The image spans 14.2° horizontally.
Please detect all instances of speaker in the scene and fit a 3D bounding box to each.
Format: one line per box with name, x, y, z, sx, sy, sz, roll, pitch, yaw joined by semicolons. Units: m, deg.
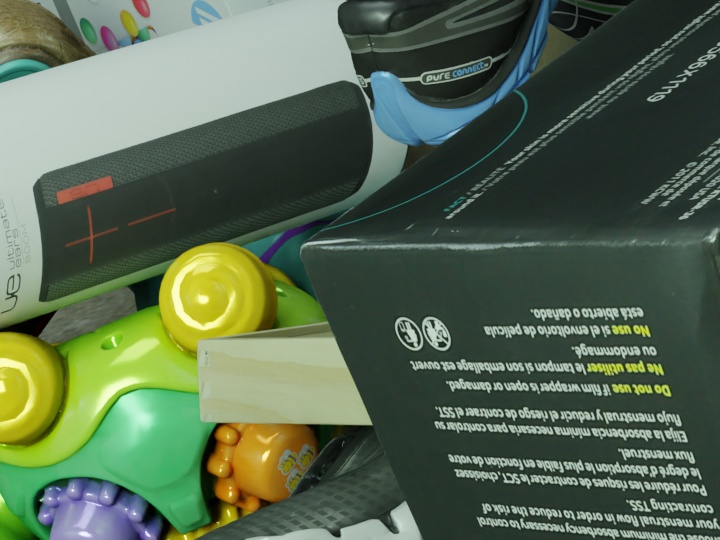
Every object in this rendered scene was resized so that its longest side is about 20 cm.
speaker;-0.083;-0.036;1.000;0.199;0.082;0.081;-19;13;-36

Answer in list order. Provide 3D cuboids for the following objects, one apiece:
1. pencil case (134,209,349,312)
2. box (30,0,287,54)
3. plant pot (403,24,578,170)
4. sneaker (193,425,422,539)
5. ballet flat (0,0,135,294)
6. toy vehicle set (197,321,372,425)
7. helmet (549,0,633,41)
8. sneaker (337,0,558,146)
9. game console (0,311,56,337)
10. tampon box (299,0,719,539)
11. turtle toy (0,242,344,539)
pencil case;0.000;0.000;1.114;0.199;0.085;0.093;-2;63;45
box;-0.069;-0.065;1.269;0.041;0.156;0.200;-34;22;-28
plant pot;0.028;-0.142;1.327;0.200;0.184;0.201;-20;18;7
sneaker;-0.004;0.091;0.907;0.199;0.067;0.090;-23;15;-13
ballet flat;-0.104;-0.051;1.200;0.068;0.200;0.073;-33;45;15
toy vehicle set;0.061;0.025;0.941;0.124;0.027;0.199;-2;4;44
helmet;0.132;-0.174;1.151;0.199;0.200;0.191;-8;37;37
sneaker;0.042;-0.138;1.018;0.070;0.083;0.200;-2;52;31
game console;-0.187;0.013;1.081;0.200;0.119;0.172;-52;3;3
tampon box;0.110;0.045;0.678;0.126;0.201;0.150;0;30;48
turtle toy;-0.086;0.066;1.006;0.199;0.101;0.146;-24;-5;3
